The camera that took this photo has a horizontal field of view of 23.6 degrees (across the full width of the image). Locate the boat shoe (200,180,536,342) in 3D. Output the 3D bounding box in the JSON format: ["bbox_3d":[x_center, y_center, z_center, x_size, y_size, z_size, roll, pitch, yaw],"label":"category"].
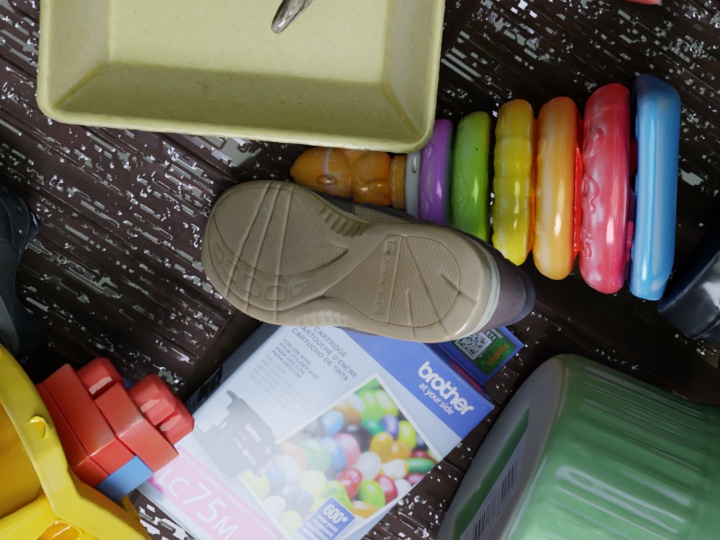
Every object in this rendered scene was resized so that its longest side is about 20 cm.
[{"bbox_3d":[0.000,0.000,0.861,0.065,0.200,0.072,16,86,-46],"label":"boat shoe"}]

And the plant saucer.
[{"bbox_3d":[-0.055,-0.168,0.856,0.200,0.048,0.200,5,105,2],"label":"plant saucer"}]

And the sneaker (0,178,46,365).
[{"bbox_3d":[-0.214,-0.039,0.884,0.087,0.076,0.200,-14,108,-19],"label":"sneaker"}]

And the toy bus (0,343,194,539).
[{"bbox_3d":[-0.183,0.102,0.846,0.192,0.136,0.200,-37,150,0],"label":"toy bus"}]

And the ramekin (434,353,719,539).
[{"bbox_3d":[0.105,0.140,0.888,0.098,0.200,0.200,27,101,-4],"label":"ramekin"}]

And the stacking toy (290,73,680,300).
[{"bbox_3d":[0.062,-0.045,0.891,0.200,0.116,0.110,2,102,6],"label":"stacking toy"}]

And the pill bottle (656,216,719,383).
[{"bbox_3d":[0.254,0.049,0.867,0.200,0.112,0.112,38,99,1],"label":"pill bottle"}]

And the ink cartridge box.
[{"bbox_3d":[-0.016,0.078,0.939,0.119,0.042,0.200,43,95,-14],"label":"ink cartridge box"}]

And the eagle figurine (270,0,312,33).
[{"bbox_3d":[-0.018,-0.198,0.713,0.151,0.200,0.152,-5,83,13],"label":"eagle figurine"}]

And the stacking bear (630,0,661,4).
[{"bbox_3d":[0.120,-0.241,0.836,0.121,0.114,0.200,14,98,-9],"label":"stacking bear"}]
